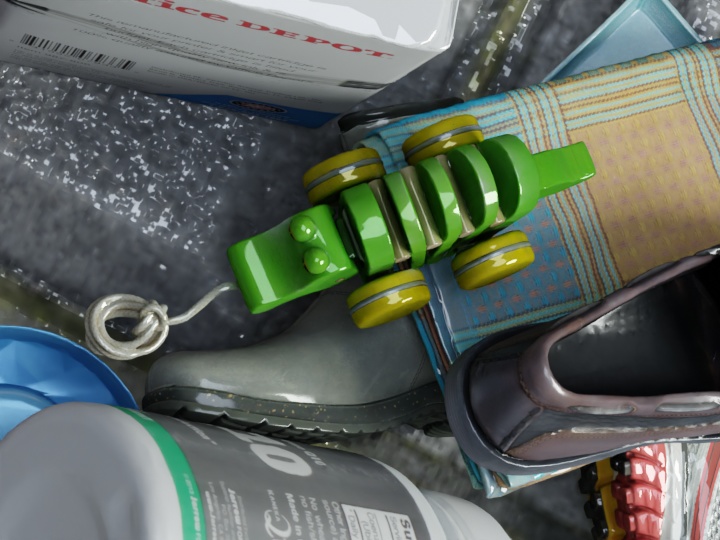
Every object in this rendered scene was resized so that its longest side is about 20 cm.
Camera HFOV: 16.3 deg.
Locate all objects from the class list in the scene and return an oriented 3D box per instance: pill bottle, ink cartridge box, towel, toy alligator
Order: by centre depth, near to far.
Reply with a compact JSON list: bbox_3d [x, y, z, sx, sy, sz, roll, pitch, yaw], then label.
[{"bbox_3d":[-0.003,-0.012,0.897,0.199,0.054,0.060,-19,80,-12],"label":"toy alligator"},{"bbox_3d":[-0.038,0.116,0.899,0.199,0.113,0.114,16,80,-46],"label":"pill bottle"},{"bbox_3d":[-0.053,-0.117,0.906,0.144,0.200,0.085,12,83,-13],"label":"ink cartridge box"},{"bbox_3d":[0.104,-0.009,0.979,0.199,0.022,0.147,-17,80,-28],"label":"towel"}]

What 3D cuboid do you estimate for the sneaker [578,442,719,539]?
[{"bbox_3d":[0.141,0.123,0.998,0.082,0.078,0.201,-5,87,-15],"label":"sneaker"}]

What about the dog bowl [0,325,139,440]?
[{"bbox_3d":[-0.143,0.122,0.943,0.111,0.050,0.201,10,83,-13],"label":"dog bowl"}]

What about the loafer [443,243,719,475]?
[{"bbox_3d":[0.127,0.027,0.929,0.199,0.063,0.072,-16,79,-29],"label":"loafer"}]

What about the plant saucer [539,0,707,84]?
[{"bbox_3d":[0.159,-0.022,1.045,0.070,0.019,0.200,-43,97,-13],"label":"plant saucer"}]

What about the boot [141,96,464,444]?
[{"bbox_3d":[0.000,0.000,0.975,0.199,0.068,0.132,-1,82,-32],"label":"boot"}]
